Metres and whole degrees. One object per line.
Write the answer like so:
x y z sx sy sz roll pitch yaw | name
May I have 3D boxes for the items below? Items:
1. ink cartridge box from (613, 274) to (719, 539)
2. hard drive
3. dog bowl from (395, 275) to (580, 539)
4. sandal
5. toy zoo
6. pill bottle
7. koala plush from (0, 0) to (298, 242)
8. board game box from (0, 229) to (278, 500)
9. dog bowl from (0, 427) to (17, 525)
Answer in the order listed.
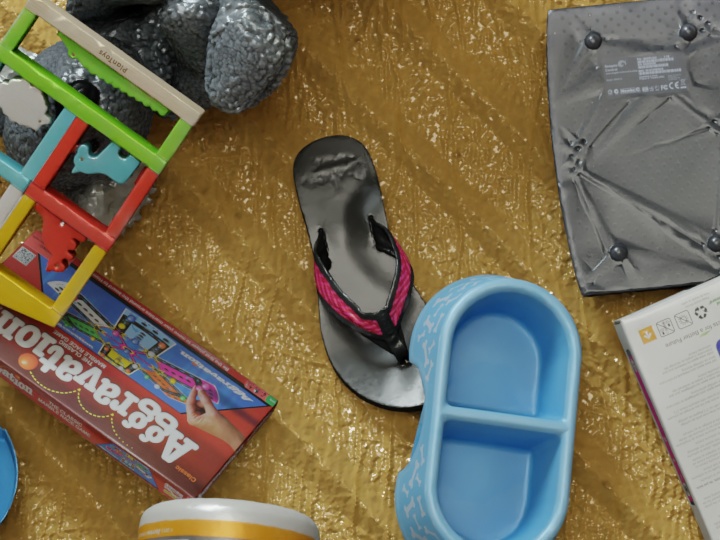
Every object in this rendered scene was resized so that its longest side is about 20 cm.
0.244 0.105 1.577 0.094 0.037 0.201 -23 87 -5 | ink cartridge box
0.194 -0.081 1.642 0.134 0.042 0.201 -6 74 1 | hard drive
0.086 0.098 1.571 0.111 0.050 0.201 8 79 -10 | dog bowl
0.000 0.000 1.624 0.075 0.045 0.201 -17 74 -5 | sandal
-0.207 -0.057 1.555 0.131 0.020 0.200 35 102 -3 | toy zoo
-0.088 0.248 1.519 0.116 0.116 0.201 3 74 3 | pill bottle
-0.160 -0.130 1.626 0.177 0.184 0.200 38 97 -4 | koala plush
-0.162 0.063 1.596 0.200 0.019 0.103 34 51 7 | board game box
-0.291 0.098 1.605 0.111 0.050 0.201 -23 73 -5 | dog bowl
